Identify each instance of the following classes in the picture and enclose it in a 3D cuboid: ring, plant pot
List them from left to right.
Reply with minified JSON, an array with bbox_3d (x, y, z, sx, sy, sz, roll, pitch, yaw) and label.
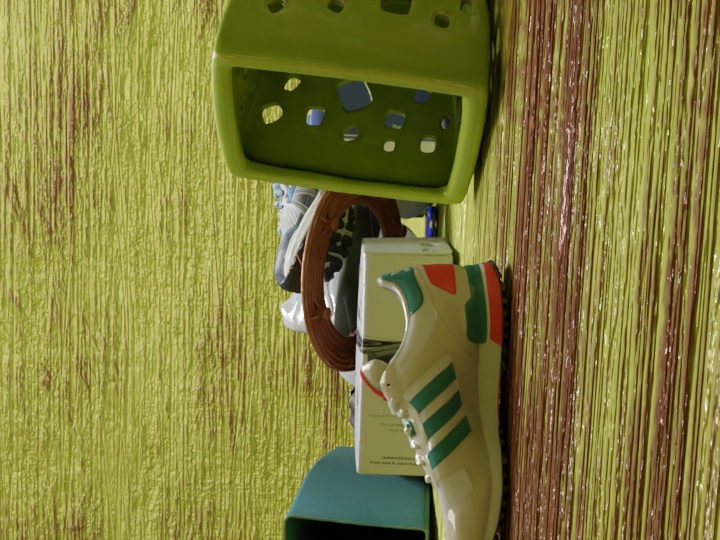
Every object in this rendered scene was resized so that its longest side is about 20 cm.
[{"bbox_3d":[0.000,0.000,1.424,0.200,0.019,0.202,-17,-71,-61],"label":"ring"},{"bbox_3d":[0.002,-0.179,1.115,0.199,0.199,0.182,95,-176,-68],"label":"plant pot"},{"bbox_3d":[0.006,0.271,1.517,0.200,0.141,0.142,-70,-16,-67],"label":"plant pot"}]

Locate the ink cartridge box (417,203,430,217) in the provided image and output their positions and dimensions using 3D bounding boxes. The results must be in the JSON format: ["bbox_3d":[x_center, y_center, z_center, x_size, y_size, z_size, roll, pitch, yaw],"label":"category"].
[{"bbox_3d":[0.040,-0.166,1.631,0.148,0.075,0.201,110,161,-84],"label":"ink cartridge box"}]

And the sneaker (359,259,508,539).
[{"bbox_3d":[0.045,0.092,0.938,0.070,0.093,0.201,105,167,-83],"label":"sneaker"}]

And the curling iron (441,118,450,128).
[{"bbox_3d":[0.075,-0.193,1.320,0.050,0.025,0.201,88,-178,-65],"label":"curling iron"}]

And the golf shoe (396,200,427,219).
[{"bbox_3d":[0.048,-0.115,1.457,0.201,0.075,0.092,92,175,-46],"label":"golf shoe"}]

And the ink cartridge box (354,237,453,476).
[{"bbox_3d":[0.038,0.074,1.346,0.145,0.084,0.201,-99,12,-83],"label":"ink cartridge box"}]

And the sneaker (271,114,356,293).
[{"bbox_3d":[-0.050,-0.068,1.430,0.078,0.086,0.201,53,-130,-51],"label":"sneaker"}]

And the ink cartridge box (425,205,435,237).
[{"bbox_3d":[0.059,0.032,1.550,0.095,0.037,0.201,-147,60,-88],"label":"ink cartridge box"}]

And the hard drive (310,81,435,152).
[{"bbox_3d":[0.021,-0.192,1.364,0.025,0.131,0.201,95,176,-54],"label":"hard drive"}]

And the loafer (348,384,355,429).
[{"bbox_3d":[0.017,0.160,1.528,0.073,0.071,0.200,-63,7,0],"label":"loafer"}]

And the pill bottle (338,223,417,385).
[{"bbox_3d":[0.013,0.042,1.697,0.201,0.112,0.113,91,179,-48],"label":"pill bottle"}]

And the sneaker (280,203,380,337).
[{"bbox_3d":[-0.032,-0.023,1.484,0.071,0.080,0.201,56,-140,-47],"label":"sneaker"}]
